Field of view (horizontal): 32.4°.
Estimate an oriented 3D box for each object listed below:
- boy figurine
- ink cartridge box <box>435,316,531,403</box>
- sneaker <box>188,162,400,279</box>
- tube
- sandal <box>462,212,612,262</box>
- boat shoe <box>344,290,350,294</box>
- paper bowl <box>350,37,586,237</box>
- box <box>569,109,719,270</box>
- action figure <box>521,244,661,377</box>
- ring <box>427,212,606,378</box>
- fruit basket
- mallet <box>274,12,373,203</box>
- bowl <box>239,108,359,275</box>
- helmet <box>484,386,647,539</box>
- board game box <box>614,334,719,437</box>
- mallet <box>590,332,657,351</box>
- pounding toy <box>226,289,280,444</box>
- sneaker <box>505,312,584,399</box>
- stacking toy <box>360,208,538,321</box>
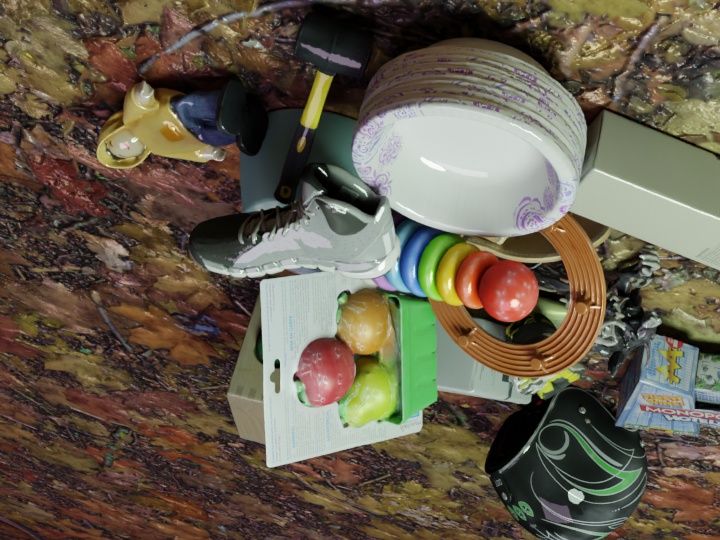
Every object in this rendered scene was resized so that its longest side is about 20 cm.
[{"bbox_3d":[-0.193,-0.147,1.242,0.198,0.065,0.124,-4,149,32],"label":"boy figurine"},{"bbox_3d":[0.104,0.097,1.418,0.145,0.084,0.200,7,174,26],"label":"ink cartridge box"},{"bbox_3d":[-0.064,-0.054,1.116,0.197,0.076,0.116,1,140,5],"label":"sneaker"},{"bbox_3d":[0.159,0.040,1.419,0.198,0.058,0.052,12,114,3],"label":"tube"},{"bbox_3d":[0.136,-0.060,1.211,0.210,0.078,0.070,3,136,29],"label":"sandal"},{"bbox_3d":[0.000,0.000,1.399,0.070,0.073,0.199,24,155,-24],"label":"boat shoe"},{"bbox_3d":[0.098,-0.122,1.076,0.198,0.105,0.201,13,153,7],"label":"paper bowl"},{"bbox_3d":[0.285,-0.066,1.116,0.198,0.069,0.082,22,153,-9],"label":"box"},{"bbox_3d":[0.251,0.029,1.269,0.199,0.120,0.102,33,156,-19],"label":"action figure"},{"bbox_3d":[0.142,0.013,1.194,0.199,0.019,0.203,16,118,32],"label":"ring"},{"bbox_3d":[-0.017,0.089,1.252,0.198,0.188,0.093,-7,-170,-30],"label":"fruit basket"},{"bbox_3d":[-0.054,-0.142,1.112,0.065,0.041,0.201,25,131,-7],"label":"mallet"},{"bbox_3d":[-0.042,-0.064,1.268,0.198,0.106,0.201,12,153,6],"label":"bowl"},{"bbox_3d":[0.280,0.264,1.634,0.190,0.201,0.200,38,150,-6],"label":"helmet"},{"bbox_3d":[0.385,0.138,1.427,0.198,0.062,0.200,6,160,21],"label":"board game box"},{"bbox_3d":[0.253,0.087,1.467,0.066,0.042,0.199,31,146,-33],"label":"mallet"},{"bbox_3d":[-0.081,0.137,1.581,0.140,0.186,0.201,12,153,8],"label":"pounding toy"},{"bbox_3d":[0.181,0.084,1.320,0.074,0.085,0.200,-36,158,4],"label":"sneaker"},{"bbox_3d":[0.084,-0.001,1.157,0.199,0.086,0.085,22,163,41],"label":"stacking toy"}]
